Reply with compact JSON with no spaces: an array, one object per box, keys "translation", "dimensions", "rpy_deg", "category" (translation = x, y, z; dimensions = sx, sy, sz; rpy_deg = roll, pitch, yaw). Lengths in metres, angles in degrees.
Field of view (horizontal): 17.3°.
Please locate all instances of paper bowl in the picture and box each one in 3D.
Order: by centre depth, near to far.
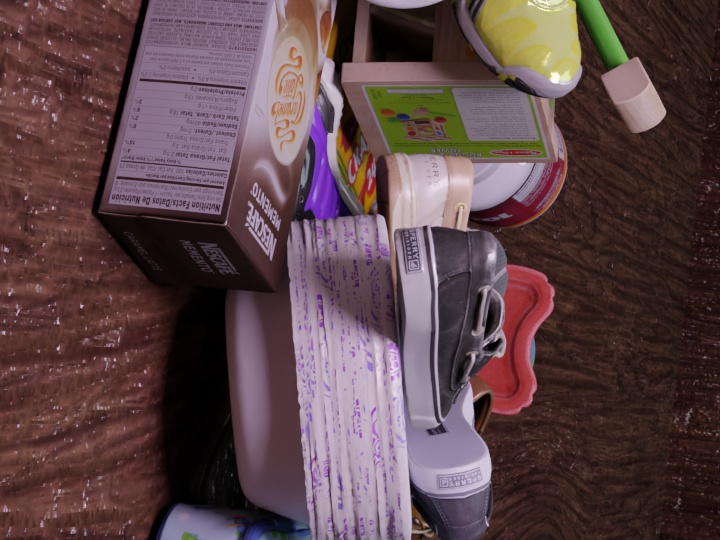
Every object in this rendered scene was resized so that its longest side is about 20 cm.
[{"translation":[-0.026,0.069,1.430],"dimensions":[0.201,0.103,0.203],"rpy_deg":[176,-90,-89],"category":"paper bowl"}]

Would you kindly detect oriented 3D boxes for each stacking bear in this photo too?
[{"translation":[0.098,0.072,1.990],"dimensions":[0.200,0.113,0.122],"rpy_deg":[77,26,-76],"category":"stacking bear"}]

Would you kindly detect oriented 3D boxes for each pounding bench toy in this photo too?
[{"translation":[0.101,-0.166,1.532],"dimensions":[0.124,0.198,0.157],"rpy_deg":[62,32,-65],"category":"pounding bench toy"}]

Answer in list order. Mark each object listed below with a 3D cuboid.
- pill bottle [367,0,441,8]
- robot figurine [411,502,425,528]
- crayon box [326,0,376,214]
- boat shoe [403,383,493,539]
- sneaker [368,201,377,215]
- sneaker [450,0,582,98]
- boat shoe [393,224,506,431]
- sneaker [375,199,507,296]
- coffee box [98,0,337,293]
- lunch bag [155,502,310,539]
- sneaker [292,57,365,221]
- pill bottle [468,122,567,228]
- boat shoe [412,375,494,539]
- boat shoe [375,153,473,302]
[{"translation":[0.009,-0.260,1.424],"dimensions":[0.112,0.110,0.201],"rpy_deg":[78,-8,-48],"category":"pill bottle"},{"translation":[0.013,0.197,1.593],"dimensions":[0.201,0.058,0.145],"rpy_deg":[63,-26,19],"category":"robot figurine"},{"translation":[-0.022,-0.126,1.592],"dimensions":[0.127,0.050,0.201],"rpy_deg":[-64,155,-49],"category":"crayon box"},{"translation":[0.054,0.125,1.568],"dimensions":[0.200,0.069,0.067],"rpy_deg":[-123,-156,-71],"category":"boat shoe"},{"translation":[0.000,0.000,1.690],"dimensions":[0.081,0.083,0.200],"rpy_deg":[54,-1,3],"category":"sneaker"},{"translation":[0.097,-0.202,1.426],"dimensions":[0.076,0.075,0.202],"rpy_deg":[-39,-121,56],"category":"sneaker"},{"translation":[0.054,0.037,1.379],"dimensions":[0.200,0.063,0.071],"rpy_deg":[86,-2,-64],"category":"boat shoe"},{"translation":[0.037,-0.032,1.812],"dimensions":[0.200,0.080,0.071],"rpy_deg":[51,51,-42],"category":"sneaker"},{"translation":[-0.077,-0.101,1.349],"dimensions":[0.114,0.079,0.202],"rpy_deg":[56,43,-66],"category":"coffee box"},{"translation":[-0.075,0.232,1.489],"dimensions":[0.200,0.082,0.162],"rpy_deg":[30,69,-72],"category":"lunch bag"},{"translation":[-0.049,-0.039,1.514],"dimensions":[0.100,0.069,0.201],"rpy_deg":[-58,147,-43],"category":"sneaker"},{"translation":[0.096,-0.099,1.905],"dimensions":[0.200,0.112,0.114],"rpy_deg":[20,77,-73],"category":"pill bottle"},{"translation":[0.037,0.156,1.703],"dimensions":[0.075,0.074,0.201],"rpy_deg":[6,108,-52],"category":"boat shoe"},{"translation":[0.050,0.004,1.544],"dimensions":[0.201,0.069,0.074],"rpy_deg":[86,-5,-48],"category":"boat shoe"}]
